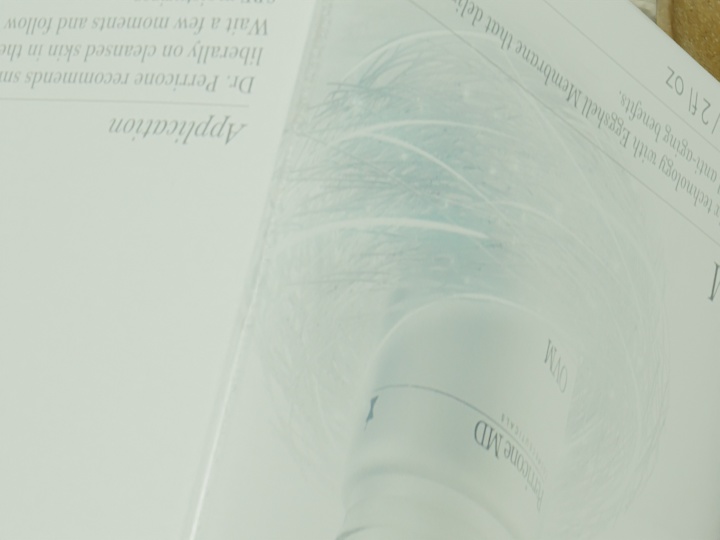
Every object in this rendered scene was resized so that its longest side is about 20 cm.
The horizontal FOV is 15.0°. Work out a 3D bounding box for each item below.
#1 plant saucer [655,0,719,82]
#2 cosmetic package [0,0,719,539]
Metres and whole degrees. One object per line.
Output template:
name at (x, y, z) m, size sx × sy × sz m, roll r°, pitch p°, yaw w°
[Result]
plant saucer at (0.183, -0.067, 0.758) m, size 0.199 × 0.036 × 0.201 m, roll -7°, pitch 43°, yaw 7°
cosmetic package at (-0.012, 0.030, 0.592) m, size 0.123 × 0.199 × 0.201 m, roll 5°, pitch 74°, yaw 35°
